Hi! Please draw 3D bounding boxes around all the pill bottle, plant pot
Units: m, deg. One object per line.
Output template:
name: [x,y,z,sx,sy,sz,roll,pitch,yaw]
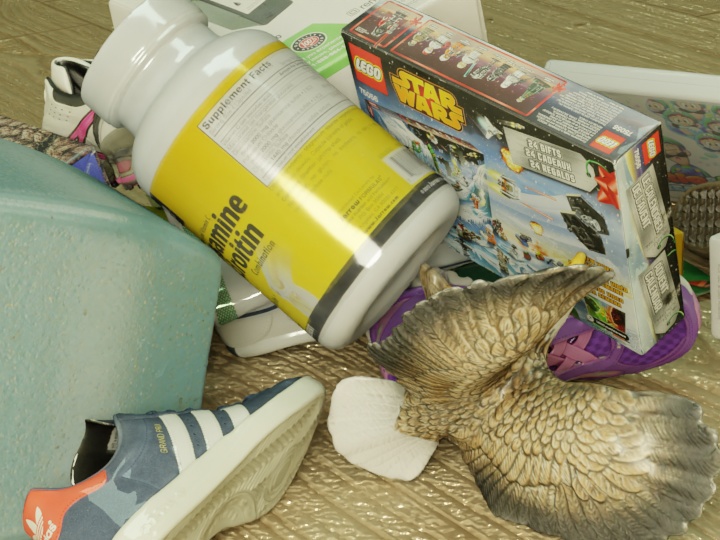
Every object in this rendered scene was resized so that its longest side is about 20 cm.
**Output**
pill bottle: [-0.052,-0.059,1.089,0.200,0.112,0.112,40,31,8]
plant pot: [-0.190,0.030,1.066,0.199,0.197,0.196,2,15,-33]

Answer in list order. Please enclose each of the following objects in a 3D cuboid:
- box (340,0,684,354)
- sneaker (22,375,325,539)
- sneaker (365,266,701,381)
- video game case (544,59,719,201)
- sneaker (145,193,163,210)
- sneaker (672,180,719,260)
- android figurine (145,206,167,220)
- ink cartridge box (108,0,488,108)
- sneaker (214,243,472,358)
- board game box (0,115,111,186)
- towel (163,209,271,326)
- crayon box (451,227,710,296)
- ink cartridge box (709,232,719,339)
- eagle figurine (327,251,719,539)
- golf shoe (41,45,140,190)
box: [0.081,-0.053,1.074,0.040,0.137,0.200,-39,48,-23]
sneaker: [-0.092,0.093,1.008,0.084,0.075,0.200,27,30,19]
sneaker: [0.096,0.044,1.154,0.199,0.081,0.089,-4,26,10]
video game case: [0.245,-0.088,1.401,0.199,0.024,0.182,10,-19,29]
sneaker: [-0.099,-0.101,1.339,0.199,0.088,0.076,-15,31,43]
sneaker: [0.307,-0.028,1.312,0.199,0.071,0.075,11,0,34]
android figurine: [-0.149,0.000,1.345,0.199,0.041,0.182,3,20,20]
ink cartridge box: [-0.039,-0.142,1.246,0.145,0.084,0.200,-34,40,-27]
sneaker: [0.000,0.000,1.235,0.199,0.071,0.073,-14,41,5]
board game box: [-0.264,-0.017,1.256,0.159,0.097,0.199,-39,37,-28]
towel: [-0.017,-0.044,1.219,0.199,0.031,0.149,-20,42,-4]
crayon box: [0.126,-0.012,1.329,0.199,0.051,0.127,-9,21,-19]
ink cartridge box: [0.311,0.017,1.142,0.115,0.068,0.200,-21,27,-36]
eagle figurine: [0.076,0.053,1.007,0.151,0.152,0.200,4,11,-15]
golf shoe: [-0.165,-0.096,1.265,0.073,0.092,0.200,-38,13,-28]
